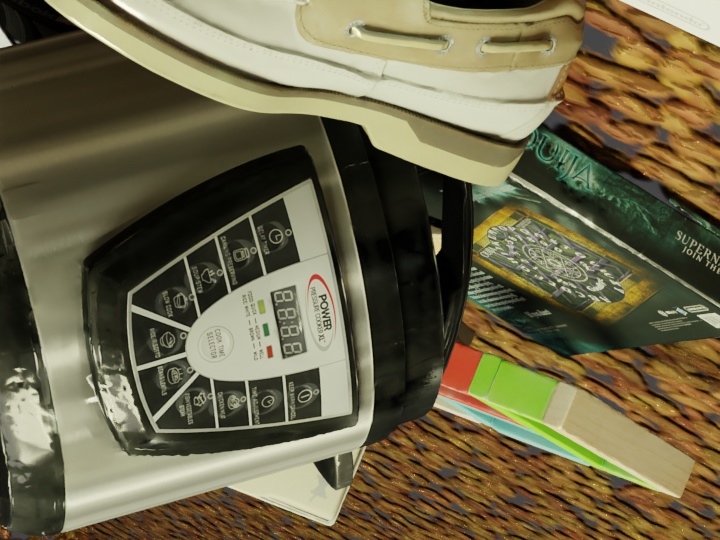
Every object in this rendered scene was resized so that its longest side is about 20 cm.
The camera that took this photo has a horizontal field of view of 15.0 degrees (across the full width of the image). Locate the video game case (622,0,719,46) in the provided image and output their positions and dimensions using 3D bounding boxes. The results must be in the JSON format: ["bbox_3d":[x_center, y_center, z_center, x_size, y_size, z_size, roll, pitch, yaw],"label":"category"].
[{"bbox_3d":[0.042,-0.129,0.730,0.200,0.024,0.182,26,167,9],"label":"video game case"}]

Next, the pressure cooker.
[{"bbox_3d":[-0.055,-0.012,0.974,0.200,0.179,0.176,-14,160,-15],"label":"pressure cooker"}]

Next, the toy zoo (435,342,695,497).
[{"bbox_3d":[0.036,0.046,1.198,0.200,0.021,0.131,20,173,32],"label":"toy zoo"}]

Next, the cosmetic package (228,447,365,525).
[{"bbox_3d":[-0.083,0.049,1.234,0.105,0.071,0.200,25,175,-29],"label":"cosmetic package"}]

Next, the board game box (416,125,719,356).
[{"bbox_3d":[0.071,-0.013,1.106,0.135,0.028,0.200,31,167,-13],"label":"board game box"}]

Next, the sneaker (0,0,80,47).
[{"bbox_3d":[-0.099,-0.103,1.019,0.200,0.076,0.087,37,158,-34],"label":"sneaker"}]

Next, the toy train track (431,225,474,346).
[{"bbox_3d":[0.000,0.000,1.168,0.115,0.033,0.200,21,167,30],"label":"toy train track"}]

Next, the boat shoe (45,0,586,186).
[{"bbox_3d":[-0.014,-0.086,0.826,0.200,0.068,0.075,14,-153,-43],"label":"boat shoe"}]
